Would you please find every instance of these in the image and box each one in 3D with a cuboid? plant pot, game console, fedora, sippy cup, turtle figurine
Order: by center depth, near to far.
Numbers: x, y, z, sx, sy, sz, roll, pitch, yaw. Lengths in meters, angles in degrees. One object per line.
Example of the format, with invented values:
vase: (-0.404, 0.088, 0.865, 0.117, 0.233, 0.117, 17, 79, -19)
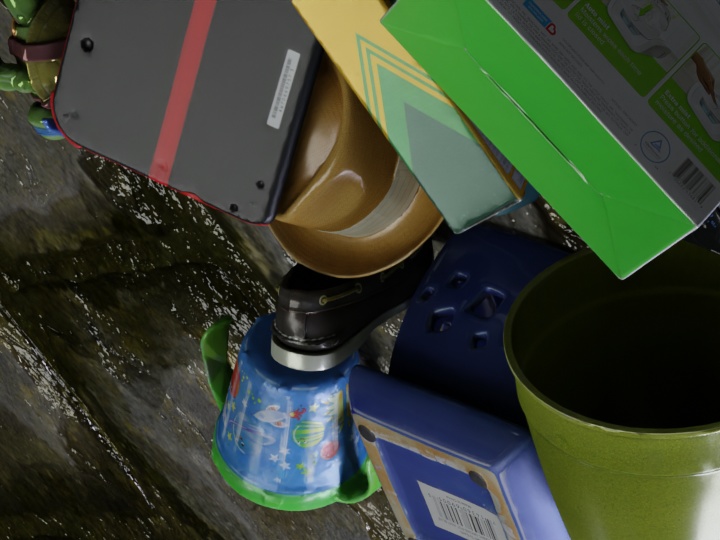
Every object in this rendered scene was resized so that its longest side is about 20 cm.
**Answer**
plant pot: (0.196, 0.113, 1.572, 0.200, 0.200, 0.194, 24, 136, 35)
game console: (-0.108, -0.148, 1.617, 0.176, 0.031, 0.201, 23, 115, 13)
fedora: (-0.023, -0.093, 1.653, 0.200, 0.082, 0.202, 3, 95, 37)
plant pot: (0.117, 0.112, 1.745, 0.199, 0.180, 0.201, 19, 143, 41)
turtle figurine: (-0.262, -0.206, 1.866, 0.200, 0.143, 0.195, -114, 23, -58)
sippy cup: (-0.053, 0.106, 2.047, 0.177, 0.140, 0.131, 9, 136, 2)

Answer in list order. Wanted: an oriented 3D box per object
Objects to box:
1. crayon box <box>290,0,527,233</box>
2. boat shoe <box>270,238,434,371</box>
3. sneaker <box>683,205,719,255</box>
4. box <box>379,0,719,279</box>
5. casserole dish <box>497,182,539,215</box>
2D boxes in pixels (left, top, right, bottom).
crayon box: (0.031, -0.136, 1.436, 0.051, 0.126, 0.200, -27, 107, 26)
boat shoe: (0.000, 0.000, 1.762, 0.071, 0.201, 0.061, 13, 121, 21)
sneaker: (0.198, -0.057, 1.476, 0.199, 0.073, 0.112, 26, 174, 18)
box: (0.146, -0.134, 1.360, 0.200, 0.176, 0.097, 46, 151, -2)
casserole dish: (0.042, -0.101, 1.710, 0.199, 0.039, 0.122, 28, 148, 33)
